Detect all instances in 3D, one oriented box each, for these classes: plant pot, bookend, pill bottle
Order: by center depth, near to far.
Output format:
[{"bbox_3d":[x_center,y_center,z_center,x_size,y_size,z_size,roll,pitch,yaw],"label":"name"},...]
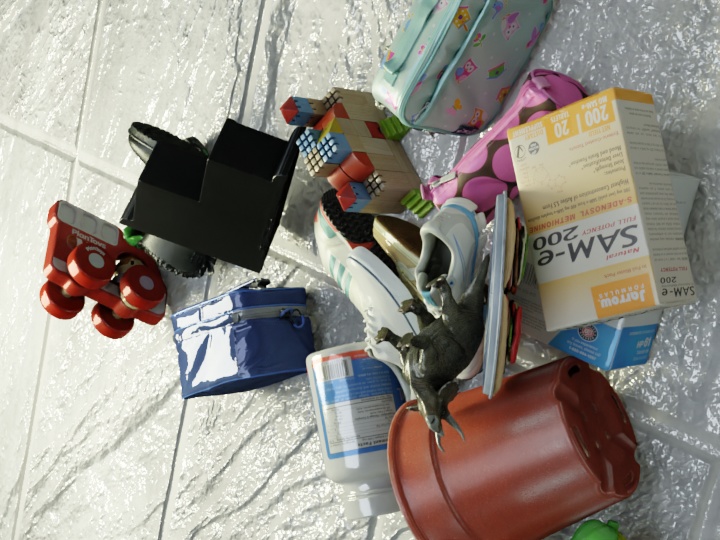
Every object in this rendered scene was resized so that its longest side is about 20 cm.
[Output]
[{"bbox_3d":[0.165,0.190,1.157,0.195,0.200,0.202,-30,70,31],"label":"plant pot"},{"bbox_3d":[0.005,0.191,1.353,0.112,0.112,0.201,-18,79,42],"label":"pill bottle"},{"bbox_3d":[-0.190,-0.118,1.429,0.199,0.199,0.092,111,178,-51],"label":"bookend"}]

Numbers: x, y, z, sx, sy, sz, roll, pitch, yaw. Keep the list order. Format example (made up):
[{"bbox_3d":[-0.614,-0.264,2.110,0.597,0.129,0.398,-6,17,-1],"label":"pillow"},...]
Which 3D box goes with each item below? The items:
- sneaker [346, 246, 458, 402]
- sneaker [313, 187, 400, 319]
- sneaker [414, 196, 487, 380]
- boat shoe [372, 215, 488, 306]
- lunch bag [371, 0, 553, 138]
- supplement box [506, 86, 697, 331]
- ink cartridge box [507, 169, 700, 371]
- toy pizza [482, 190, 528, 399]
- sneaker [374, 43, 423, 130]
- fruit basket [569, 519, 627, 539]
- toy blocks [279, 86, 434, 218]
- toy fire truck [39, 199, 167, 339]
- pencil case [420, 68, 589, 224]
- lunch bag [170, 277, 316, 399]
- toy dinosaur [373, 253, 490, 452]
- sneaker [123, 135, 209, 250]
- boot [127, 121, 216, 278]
[{"bbox_3d":[0.035,0.068,1.295,0.201,0.071,0.073,56,165,-1],"label":"sneaker"},{"bbox_3d":[-0.001,0.000,1.398,0.201,0.070,0.093,63,154,14],"label":"sneaker"},{"bbox_3d":[0.090,0.029,1.201,0.075,0.087,0.201,5,112,36],"label":"sneaker"},{"bbox_3d":[0.077,0.010,1.305,0.200,0.074,0.067,45,121,33],"label":"boat shoe"},{"bbox_3d":[0.107,-0.238,1.215,0.077,0.160,0.201,45,119,34],"label":"lunch bag"},{"bbox_3d":[0.222,-0.053,1.051,0.126,0.073,0.201,-18,79,42],"label":"supplement box"},{"bbox_3d":[0.239,-0.020,1.144,0.144,0.084,0.201,25,108,40],"label":"ink cartridge box"},{"bbox_3d":[0.140,0.024,1.090,0.031,0.200,0.202,4,94,6],"label":"toy pizza"},{"bbox_3d":[0.071,-0.260,1.298,0.077,0.088,0.201,29,109,40],"label":"sneaker"},{"bbox_3d":[0.212,0.353,1.097,0.214,0.156,0.217,7,123,12],"label":"fruit basket"},{"bbox_3d":[-0.013,-0.144,1.347,0.100,0.136,0.201,-43,63,35],"label":"toy blocks"},{"bbox_3d":[-0.373,-0.006,1.666,0.112,0.199,0.169,-40,37,35],"label":"toy fire truck"},{"bbox_3d":[0.156,-0.129,1.212,0.200,0.093,0.091,-48,33,31],"label":"pencil case"},{"bbox_3d":[-0.152,0.084,1.483,0.199,0.135,0.133,-21,77,41],"label":"lunch bag"},{"bbox_3d":[0.082,0.072,1.139,0.077,0.102,0.201,-11,40,49],"label":"toy dinosaur"},{"bbox_3d":[-0.277,-0.105,1.636,0.078,0.085,0.201,46,120,33],"label":"sneaker"},{"bbox_3d":[-0.263,-0.094,1.575,0.198,0.073,0.163,29,109,-1],"label":"boot"}]
